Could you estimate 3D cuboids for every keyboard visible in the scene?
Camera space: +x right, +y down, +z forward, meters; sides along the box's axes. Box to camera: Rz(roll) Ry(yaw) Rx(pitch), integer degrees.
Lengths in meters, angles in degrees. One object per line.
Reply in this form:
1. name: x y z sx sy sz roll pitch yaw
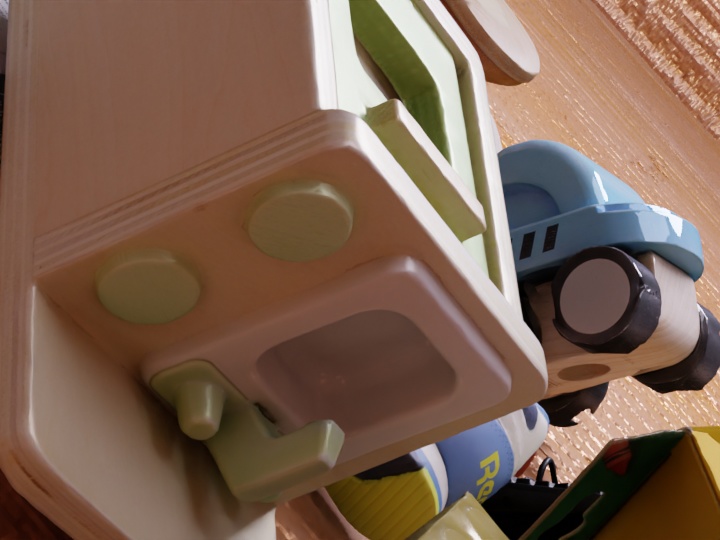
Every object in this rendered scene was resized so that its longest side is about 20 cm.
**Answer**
1. keyboard: 0.104 0.098 0.875 0.200 0.104 0.040 29 63 -52

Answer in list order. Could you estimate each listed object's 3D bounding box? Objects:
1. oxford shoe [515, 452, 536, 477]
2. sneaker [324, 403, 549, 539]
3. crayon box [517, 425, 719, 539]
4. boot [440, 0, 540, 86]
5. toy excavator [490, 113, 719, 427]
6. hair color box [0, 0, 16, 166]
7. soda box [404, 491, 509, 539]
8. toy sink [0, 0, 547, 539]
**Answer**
1. oxford shoe: -0.002 0.005 0.878 0.200 0.071 0.073 49 4 -9
2. sneaker: 0.000 0.000 0.799 0.082 0.074 0.201 -19 78 -31
3. crayon box: 0.145 0.108 0.789 0.199 0.127 0.051 0 54 -30
4. boot: -0.028 -0.095 0.905 0.201 0.144 0.071 49 15 33
5. toy excavator: 0.071 -0.029 1.079 0.100 0.194 0.201 28 52 -52
6. hair color box: -0.131 -0.071 0.713 0.100 0.060 0.200 52 15 17
7. soda box: 0.009 0.123 0.606 0.068 0.064 0.200 50 14 5
8. toy sink: -0.023 -0.012 0.634 0.130 0.112 0.201 48 27 -43
